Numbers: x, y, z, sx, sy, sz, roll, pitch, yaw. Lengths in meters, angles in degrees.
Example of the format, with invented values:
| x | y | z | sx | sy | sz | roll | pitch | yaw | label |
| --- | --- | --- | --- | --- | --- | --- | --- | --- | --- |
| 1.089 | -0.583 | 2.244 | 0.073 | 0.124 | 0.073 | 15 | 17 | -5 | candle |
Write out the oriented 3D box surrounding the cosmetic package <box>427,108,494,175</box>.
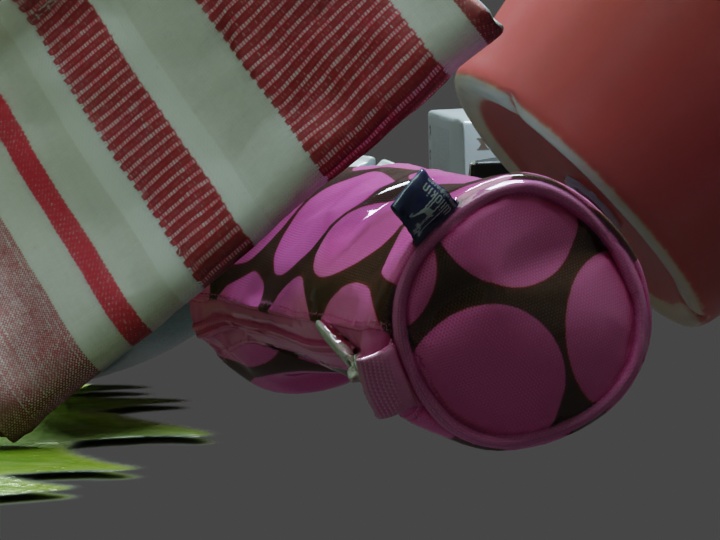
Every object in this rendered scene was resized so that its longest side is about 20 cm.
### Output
| x | y | z | sx | sy | sz | roll | pitch | yaw | label |
| --- | --- | --- | --- | --- | --- | --- | --- | --- | --- |
| 0.104 | -0.072 | 1.975 | 0.101 | 0.074 | 0.200 | -3 | 6 | -4 | cosmetic package |

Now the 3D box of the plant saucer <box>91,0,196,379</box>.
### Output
| x | y | z | sx | sy | sz | roll | pitch | yaw | label |
| --- | --- | --- | --- | --- | --- | --- | --- | --- | --- |
| -0.045 | -0.045 | 1.056 | 0.039 | 0.202 | 0.201 | 24 | 12 | 15 | plant saucer |

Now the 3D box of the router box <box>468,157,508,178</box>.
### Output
| x | y | z | sx | sy | sz | roll | pitch | yaw | label |
| --- | --- | --- | --- | --- | --- | --- | --- | --- | --- |
| 0.161 | -0.029 | 1.431 | 0.199 | 0.062 | 0.150 | -1 | 4 | 14 | router box |

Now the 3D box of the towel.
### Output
| x | y | z | sx | sy | sz | roll | pitch | yaw | label |
| --- | --- | --- | --- | --- | --- | --- | --- | --- | --- |
| -0.068 | -0.058 | 0.938 | 0.200 | 0.144 | 0.023 | -40 | -34 | 5 | towel |

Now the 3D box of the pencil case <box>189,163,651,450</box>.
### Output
| x | y | z | sx | sy | sz | roll | pitch | yaw | label |
| --- | --- | --- | --- | --- | --- | --- | --- | --- | --- |
| 0.008 | 0.008 | 0.932 | 0.094 | 0.091 | 0.200 | -35 | 12 | -16 | pencil case |

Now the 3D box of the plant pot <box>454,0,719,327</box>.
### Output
| x | y | z | sx | sy | sz | roll | pitch | yaw | label |
| --- | --- | --- | --- | --- | --- | --- | --- | --- | --- |
| 0.148 | -0.087 | 1.184 | 0.177 | 0.200 | 0.200 | -45 | 12 | -6 | plant pot |

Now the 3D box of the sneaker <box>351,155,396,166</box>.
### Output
| x | y | z | sx | sy | sz | roll | pitch | yaw | label |
| --- | --- | --- | --- | --- | --- | --- | --- | --- | --- |
| 0.000 | 0.000 | 1.111 | 0.086 | 0.075 | 0.200 | -14 | 11 | -40 | sneaker |
